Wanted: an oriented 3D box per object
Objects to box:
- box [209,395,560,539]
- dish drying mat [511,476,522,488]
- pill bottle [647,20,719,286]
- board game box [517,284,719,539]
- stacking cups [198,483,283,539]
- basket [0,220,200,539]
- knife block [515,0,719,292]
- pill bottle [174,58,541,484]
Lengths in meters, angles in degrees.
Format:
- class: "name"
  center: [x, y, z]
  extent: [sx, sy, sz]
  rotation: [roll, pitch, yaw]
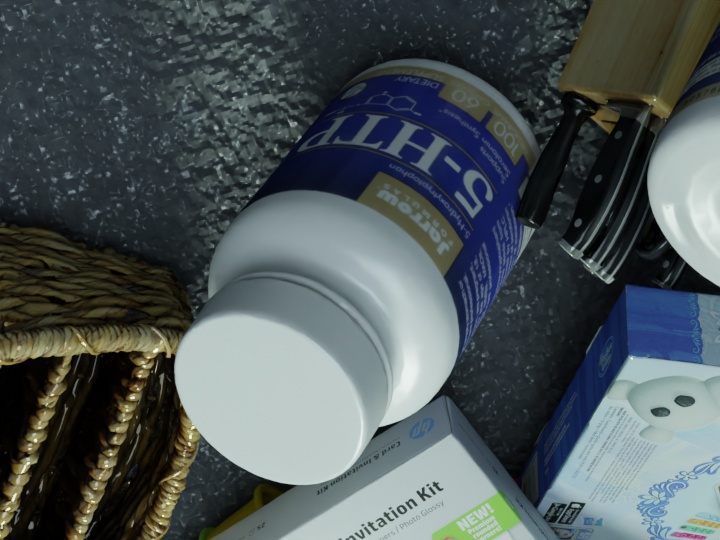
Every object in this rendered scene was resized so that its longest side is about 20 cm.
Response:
- class: "box"
  center: [0.036, 0.180, 0.946]
  extent: [0.155, 0.041, 0.200]
  rotation: [-32, 114, 12]
- class: "dish drying mat"
  center: [0.137, 0.170, 1.019]
  extent: [0.199, 0.018, 0.077]
  rotation: [21, 106, -10]
- class: "pill bottle"
  center: [0.206, -0.089, 0.787]
  extent: [0.110, 0.201, 0.111]
  rotation: [21, 145, 16]
- class: "board game box"
  center: [0.197, 0.085, 0.915]
  extent: [0.197, 0.044, 0.200]
  rotation: [7, 147, -8]
- class: "stacking cups"
  center: [-0.113, 0.195, 0.993]
  extent: [0.199, 0.061, 0.061]
  rotation: [-37, 107, 10]
- class: "basket"
  center: [-0.151, 0.101, 0.903]
  extent: [0.142, 0.149, 0.201]
  rotation: [18, 109, -20]
- class: "knife block"
  center: [0.135, -0.098, 0.851]
  extent: [0.175, 0.064, 0.202]
  rotation: [-25, 115, -35]
- class: "pill bottle"
  center: [0.000, 0.000, 0.841]
  extent: [0.119, 0.200, 0.120]
  rotation: [14, 129, 18]
